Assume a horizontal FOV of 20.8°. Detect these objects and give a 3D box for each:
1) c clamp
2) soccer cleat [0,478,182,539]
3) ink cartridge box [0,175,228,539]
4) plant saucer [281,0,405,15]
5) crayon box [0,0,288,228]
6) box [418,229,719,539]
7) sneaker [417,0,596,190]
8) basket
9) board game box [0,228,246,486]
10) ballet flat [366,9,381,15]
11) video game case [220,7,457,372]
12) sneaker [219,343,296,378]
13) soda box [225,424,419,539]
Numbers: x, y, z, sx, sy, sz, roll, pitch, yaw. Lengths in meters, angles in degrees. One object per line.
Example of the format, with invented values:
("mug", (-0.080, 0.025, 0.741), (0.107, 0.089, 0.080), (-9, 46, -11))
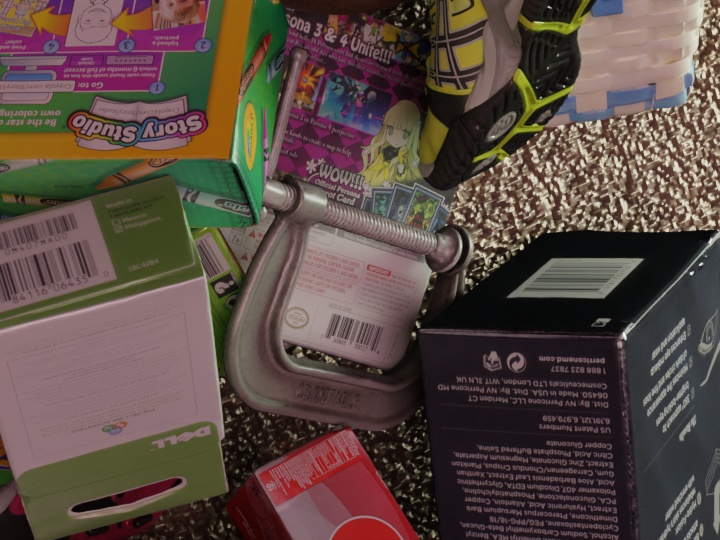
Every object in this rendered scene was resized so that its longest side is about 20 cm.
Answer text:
("c clamp", (0.000, 0.000, 1.008), (0.200, 0.027, 0.171), (25, 86, -51))
("soccer cleat", (-0.185, 0.139, 1.075), (0.200, 0.086, 0.070), (-34, 103, -35))
("ink cartridge box", (-0.122, 0.047, 0.919), (0.104, 0.059, 0.200), (-15, 148, -10))
("plant saucer", (-0.047, -0.194, 1.008), (0.200, 0.200, 0.034), (18, 128, -21))
("crayon box", (-0.142, -0.084, 0.921), (0.200, 0.058, 0.119), (1, 59, 10))
("box", (0.127, 0.098, 1.087), (0.117, 0.197, 0.200), (0, 106, 25))
("sneaker", (0.066, -0.121, 0.974), (0.075, 0.076, 0.200), (-28, 154, -37))
("basket", (0.114, -0.188, 1.046), (0.139, 0.176, 0.200), (-6, 119, -2))
("board game box", (-0.147, 0.046, 0.978), (0.200, 0.030, 0.096), (-29, 134, -1))
("ballet flat", (-0.049, -0.158, 1.061), (0.200, 0.065, 0.071), (-15, 99, -17))
("video game case", (-0.038, -0.054, 1.035), (0.200, 0.036, 0.181), (16, 91, -34))
("sneaker", (-0.120, 0.027, 1.071), (0.200, 0.078, 0.090), (-27, 108, -24))
("soda box", (0.011, 0.184, 1.023), (0.063, 0.070, 0.200), (-26, 78, -25))
